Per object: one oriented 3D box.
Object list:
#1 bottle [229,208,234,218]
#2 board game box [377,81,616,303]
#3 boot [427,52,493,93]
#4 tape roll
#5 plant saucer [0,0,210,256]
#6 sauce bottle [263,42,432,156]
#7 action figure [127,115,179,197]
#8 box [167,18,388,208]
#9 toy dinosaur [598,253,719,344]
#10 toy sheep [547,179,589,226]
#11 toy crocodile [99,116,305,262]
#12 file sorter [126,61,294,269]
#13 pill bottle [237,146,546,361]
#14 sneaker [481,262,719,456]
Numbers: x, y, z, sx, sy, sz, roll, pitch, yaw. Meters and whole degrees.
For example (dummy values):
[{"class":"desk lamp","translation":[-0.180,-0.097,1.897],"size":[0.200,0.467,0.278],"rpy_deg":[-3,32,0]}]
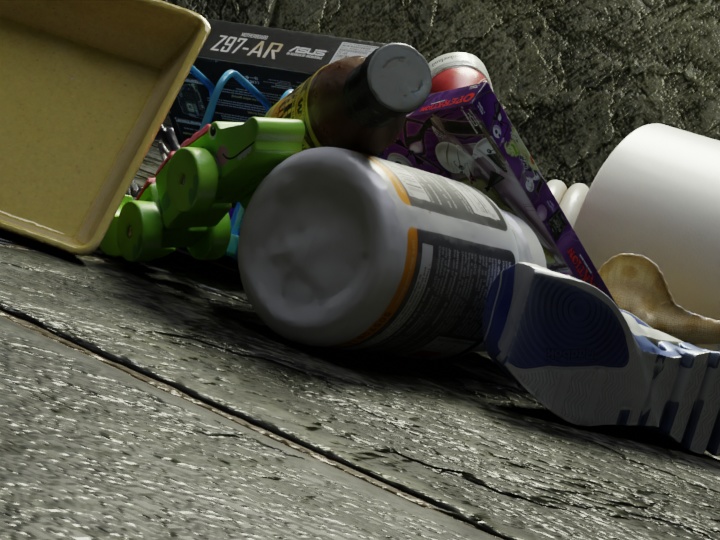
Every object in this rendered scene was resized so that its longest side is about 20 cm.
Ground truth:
[{"class":"bottle","translation":[-0.074,-0.051,1.611],"size":[0.199,0.066,0.083],"rpy_deg":[16,5,-21]},{"class":"board game box","translation":[0.080,-0.031,1.254],"size":[0.120,0.032,0.201],"rpy_deg":[-5,-52,45]},{"class":"boot","translation":[0.095,-0.040,1.361],"size":[0.072,0.201,0.145],"rpy_deg":[-18,40,8]},{"class":"tape roll","translation":[0.263,0.000,1.446],"size":[0.139,0.204,0.202],"rpy_deg":[21,6,33]},{"class":"plant saucer","translation":[-0.221,-0.105,1.201],"size":[0.199,0.201,0.049],"rpy_deg":[18,-31,9]},{"class":"sauce bottle","translation":[-0.010,-0.095,1.133],"size":[0.064,0.065,0.200],"rpy_deg":[16,-15,-16]},{"class":"action figure","translation":[-0.193,-0.110,1.647],"size":[0.118,0.103,0.200],"rpy_deg":[-20,-15,-35]},{"class":"box","translation":[-0.048,-0.105,1.391],"size":[0.199,0.044,0.161],"rpy_deg":[11,-39,25]},{"class":"toy dinosaur","translation":[0.191,0.042,1.293],"size":[0.199,0.102,0.058],"rpy_deg":[19,5,23]},{"class":"toy sheep","translation":[0.176,-0.017,1.690],"size":[0.199,0.139,0.138],"rpy_deg":[19,5,6]},{"class":"toy crocodile","translation":[-0.101,-0.051,1.148],"size":[0.067,0.062,0.200],"rpy_deg":[-3,-20,-34]},{"class":"file sorter","translation":[-0.137,-0.085,1.306],"size":[0.199,0.123,0.139],"rpy_deg":[19,-4,15]},{"class":"pill bottle","translation":[0.026,-0.004,1.133],"size":[0.116,0.117,0.199],"rpy_deg":[21,5,34]},{"class":"sneaker","translation":[0.143,0.057,1.165],"size":[0.199,0.081,0.115],"rpy_deg":[23,-2,-30]}]
